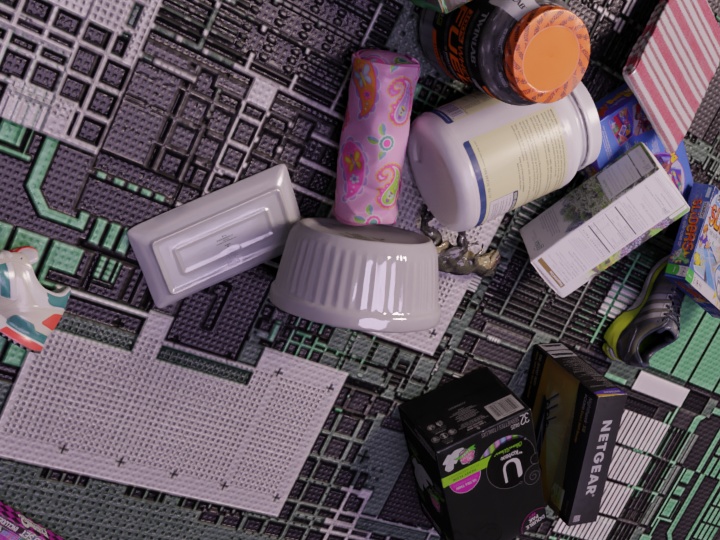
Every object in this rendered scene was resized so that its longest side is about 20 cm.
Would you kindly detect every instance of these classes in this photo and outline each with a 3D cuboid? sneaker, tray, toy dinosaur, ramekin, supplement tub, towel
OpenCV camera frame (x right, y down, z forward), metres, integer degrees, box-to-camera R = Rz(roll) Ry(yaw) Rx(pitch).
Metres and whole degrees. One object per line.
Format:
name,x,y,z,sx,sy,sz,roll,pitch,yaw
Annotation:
sneaker,-0.390,-0.001,1.032,0.200,0.070,0.094,43,72,-31
tray,-0.158,-0.037,1.145,0.198,0.022,0.109,-25,121,-14
sneaker,0.439,0.060,1.438,0.073,0.081,0.201,32,95,-33
toy dinosaur,0.106,-0.033,1.261,0.197,0.048,0.089,3,117,-23
ramekin,0.000,0.000,1.139,0.199,0.202,0.096,4,101,-27
supplement tub,0.157,-0.255,1.095,0.121,0.200,0.124,-9,115,-21
towel,0.400,-0.269,1.266,0.146,0.030,0.202,46,65,-34
supplement tub,0.170,-0.147,1.181,0.198,0.145,0.147,-24,120,-15

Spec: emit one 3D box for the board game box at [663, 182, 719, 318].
board game box,0.499,-0.022,1.407,0.199,0.034,0.137,27,80,-48

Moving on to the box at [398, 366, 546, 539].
box,0.156,0.266,1.366,0.147,0.124,0.203,-21,120,-14

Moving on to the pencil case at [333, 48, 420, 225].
pencil case,0.018,-0.149,1.142,0.086,0.087,0.203,-2,113,-24

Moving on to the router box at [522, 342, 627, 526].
router box,0.286,0.226,1.391,0.051,0.157,0.203,-2,112,-25

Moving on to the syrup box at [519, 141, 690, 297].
syrup box,0.310,-0.064,1.283,0.199,0.079,0.081,-38,118,18

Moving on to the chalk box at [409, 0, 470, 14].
chalk box,0.089,-0.362,1.063,0.198,0.124,0.126,-29,122,-11

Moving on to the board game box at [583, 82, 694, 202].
board game box,0.369,-0.145,1.336,0.133,0.045,0.202,-32,121,-10

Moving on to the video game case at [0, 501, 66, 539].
video game case,-0.445,0.367,1.173,0.181,0.036,0.200,-45,123,0
